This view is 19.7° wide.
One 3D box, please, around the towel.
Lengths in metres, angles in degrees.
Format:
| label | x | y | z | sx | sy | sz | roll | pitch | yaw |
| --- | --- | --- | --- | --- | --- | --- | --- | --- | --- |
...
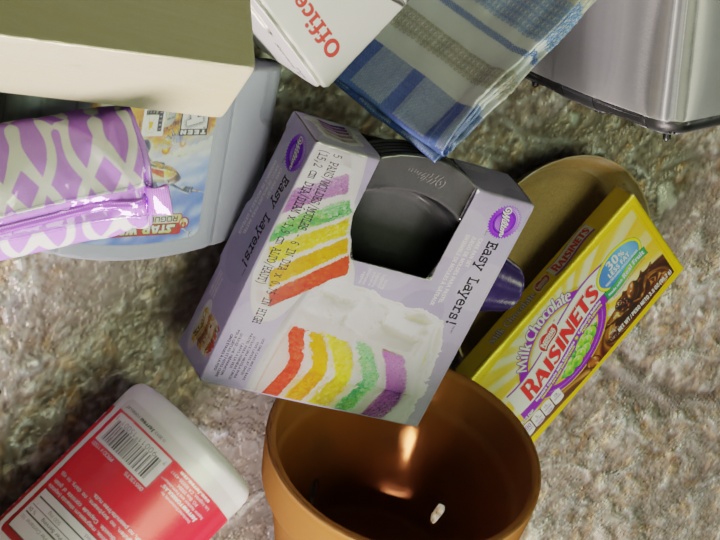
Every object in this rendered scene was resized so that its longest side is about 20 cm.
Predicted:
| label | x | y | z | sx | sy | sz | roll | pitch | yaw |
| --- | --- | --- | --- | --- | --- | --- | --- | --- | --- |
| towel | 0.066 | -0.182 | 1.381 | 0.200 | 0.147 | 0.024 | -47 | 159 | -12 |

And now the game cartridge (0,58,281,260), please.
| label | x | y | z | sx | sy | sz | roll | pitch | yaw |
| --- | --- | --- | --- | --- | --- | --- | --- | --- | --- |
| game cartridge | -0.146 | -0.073 | 1.341 | 0.199 | 0.041 | 0.134 | -5 | 110 | -37 |

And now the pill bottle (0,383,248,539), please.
| label | x | y | z | sx | sy | sz | roll | pitch | yaw |
| --- | --- | --- | --- | --- | --- | --- | --- | --- | --- |
| pill bottle | -0.180 | 0.182 | 1.388 | 0.200 | 0.112 | 0.112 | -45 | 132 | -11 |

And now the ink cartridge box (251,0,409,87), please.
| label | x | y | z | sx | sy | sz | roll | pitch | yaw |
| --- | --- | --- | --- | --- | --- | --- | --- | --- | --- |
| ink cartridge box | -0.012 | -0.241 | 1.326 | 0.200 | 0.084 | 0.146 | -46 | 132 | -9 |

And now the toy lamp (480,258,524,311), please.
| label | x | y | z | sx | sy | sz | roll | pitch | yaw |
| --- | --- | --- | --- | --- | --- | --- | --- | --- | --- |
| toy lamp | 0.033 | -0.012 | 1.478 | 0.199 | 0.058 | 0.058 | 16 | 101 | -33 |

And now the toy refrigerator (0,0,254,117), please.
| label | x | y | z | sx | sy | sz | roll | pitch | yaw |
| --- | --- | --- | --- | --- | --- | --- | --- | --- | --- |
| toy refrigerator | -0.168 | -0.146 | 1.213 | 0.199 | 0.076 | 0.070 | 4 | 153 | -22 |

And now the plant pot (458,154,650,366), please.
| label | x | y | z | sx | sy | sz | roll | pitch | yaw |
| --- | --- | --- | --- | --- | --- | --- | --- | --- | --- |
| plant pot | 0.144 | 0.001 | 1.611 | 0.199 | 0.027 | 0.201 | -17 | 121 | -32 |

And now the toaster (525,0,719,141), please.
| label | x | y | z | sx | sy | sz | roll | pitch | yaw |
| --- | --- | --- | --- | --- | --- | --- | --- | --- | --- |
| toaster | 0.216 | -0.177 | 1.477 | 0.199 | 0.181 | 0.119 | -13 | 116 | -34 |

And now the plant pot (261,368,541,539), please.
| label | x | y | z | sx | sy | sz | roll | pitch | yaw |
| --- | --- | --- | --- | --- | --- | --- | --- | --- | --- |
| plant pot | 0.019 | 0.179 | 1.503 | 0.199 | 0.200 | 0.140 | -16 | 137 | -32 |

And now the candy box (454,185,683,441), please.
| label | x | y | z | sx | sy | sz | roll | pitch | yaw |
| --- | --- | --- | --- | --- | --- | --- | --- | --- | --- |
| candy box | 0.163 | 0.039 | 1.609 | 0.200 | 0.026 | 0.102 | -48 | 129 | -9 |

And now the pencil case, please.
| label | x | y | z | sx | sy | sz | roll | pitch | yaw |
| --- | --- | --- | --- | --- | --- | --- | --- | --- | --- |
| pencil case | -0.219 | -0.042 | 1.232 | 0.199 | 0.086 | 0.084 | -16 | 121 | -12 |

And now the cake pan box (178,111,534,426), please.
| label | x | y | z | sx | sy | sz | roll | pitch | yaw |
| --- | --- | --- | --- | --- | --- | --- | --- | --- | --- |
| cake pan box | 0.000 | 0.000 | 1.407 | 0.184 | 0.052 | 0.201 | 15 | 113 | -33 |
